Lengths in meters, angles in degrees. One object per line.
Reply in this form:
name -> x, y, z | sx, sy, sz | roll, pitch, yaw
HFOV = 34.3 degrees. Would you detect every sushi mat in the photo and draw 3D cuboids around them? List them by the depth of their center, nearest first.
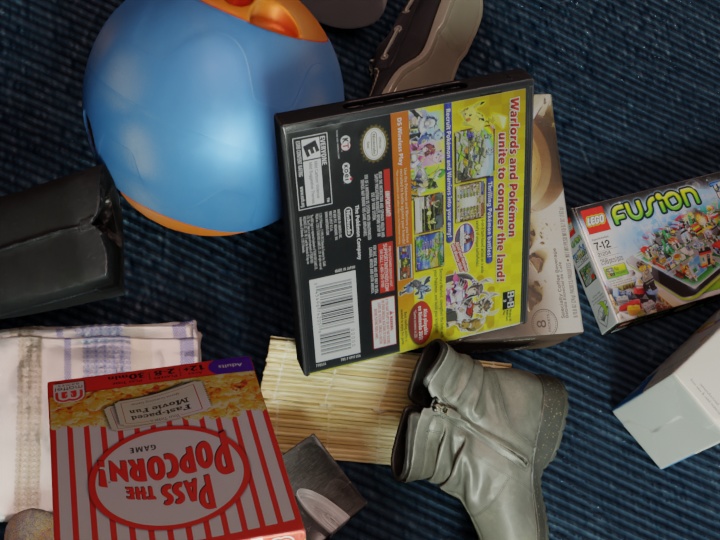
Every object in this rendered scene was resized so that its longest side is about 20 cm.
sushi mat -> 0.018, 0.106, 0.907 | 0.197, 0.012, 0.097 | 7, 109, -12

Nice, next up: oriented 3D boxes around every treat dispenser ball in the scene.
treat dispenser ball -> -0.110, -0.128, 0.889 | 0.198, 0.201, 0.204 | 5, 68, -12

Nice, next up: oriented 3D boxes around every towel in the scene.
towel -> -0.214, 0.112, 0.869 | 0.197, 0.024, 0.149 | -1, 72, -13

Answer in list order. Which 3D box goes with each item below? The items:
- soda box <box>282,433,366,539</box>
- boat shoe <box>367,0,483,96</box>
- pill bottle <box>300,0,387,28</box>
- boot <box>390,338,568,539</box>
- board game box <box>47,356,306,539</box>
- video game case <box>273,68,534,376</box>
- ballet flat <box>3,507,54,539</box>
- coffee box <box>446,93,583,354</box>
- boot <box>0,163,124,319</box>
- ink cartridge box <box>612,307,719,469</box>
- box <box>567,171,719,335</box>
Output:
soda box -> -0.089, 0.197, 0.811 | 0.071, 0.063, 0.199 | 51, 46, 8
boat shoe -> 0.042, -0.177, 1.038 | 0.062, 0.073, 0.201 | 13, 65, 39
pill bottle -> 0.000, -0.324, 1.040 | 0.113, 0.114, 0.202 | 17, 66, -7
boot -> 0.076, 0.160, 0.870 | 0.129, 0.068, 0.203 | 14, 81, -25
board game box -> -0.128, 0.137, 0.777 | 0.149, 0.047, 0.200 | -7, 30, -14
video game case -> 0.035, -0.031, 0.824 | 0.178, 0.202, 0.026 | -12, 33, -14
ballet flat -> -0.186, 0.250, 0.789 | 0.068, 0.067, 0.201 | -39, 83, 8
coffee box -> 0.106, -0.037, 0.961 | 0.111, 0.080, 0.203 | -2, 79, -16
boot -> -0.273, -0.044, 0.845 | 0.197, 0.066, 0.167 | -14, 83, 13
ink cartridge box -> 0.315, 0.068, 0.970 | 0.199, 0.116, 0.067 | -38, 81, -24
box -> 0.285, -0.021, 1.041 | 0.198, 0.035, 0.111 | -15, 74, -19
